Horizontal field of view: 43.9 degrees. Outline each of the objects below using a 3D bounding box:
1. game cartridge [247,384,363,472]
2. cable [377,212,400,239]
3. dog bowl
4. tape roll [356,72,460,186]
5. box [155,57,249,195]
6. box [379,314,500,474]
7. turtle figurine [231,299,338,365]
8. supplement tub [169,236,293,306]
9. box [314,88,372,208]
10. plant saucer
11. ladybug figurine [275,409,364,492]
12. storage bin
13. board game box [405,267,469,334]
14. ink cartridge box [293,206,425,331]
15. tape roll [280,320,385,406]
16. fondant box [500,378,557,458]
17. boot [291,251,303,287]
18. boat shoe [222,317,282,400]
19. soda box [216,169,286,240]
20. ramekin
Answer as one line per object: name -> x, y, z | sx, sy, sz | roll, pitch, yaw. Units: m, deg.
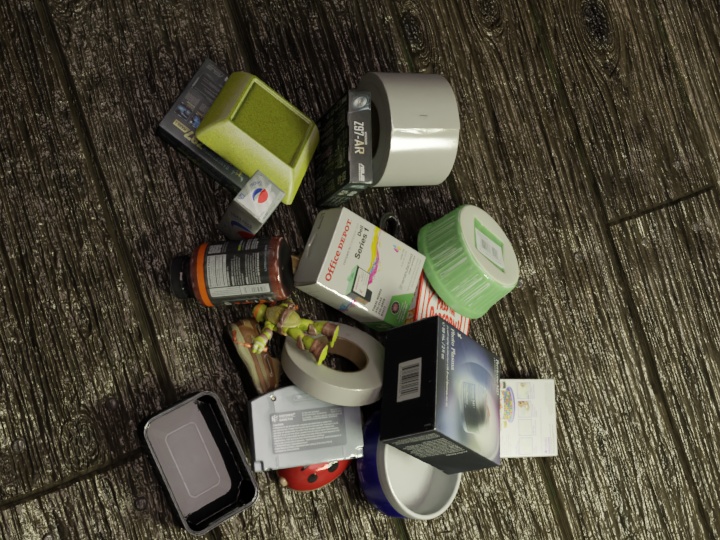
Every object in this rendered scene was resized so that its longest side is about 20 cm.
game cartridge -> -0.092, 0.258, 1.502 | 0.196, 0.040, 0.137 | -2, 86, -24
cable -> 0.051, -0.004, 1.685 | 0.095, 0.050, 0.204 | -11, 77, -17
dog bowl -> 0.088, 0.335, 1.585 | 0.197, 0.078, 0.205 | 12, 72, -41
tape roll -> 0.076, -0.258, 1.640 | 0.136, 0.202, 0.208 | -3, 83, -21
box -> -0.241, -0.250, 1.590 | 0.198, 0.051, 0.160 | 36, 70, -14
box -> 0.141, 0.214, 1.515 | 0.197, 0.122, 0.204 | 33, 50, -41
turtle figurine -> -0.118, 0.087, 1.513 | 0.158, 0.200, 0.066 | 22, 117, 9
supplement tub -> -0.217, 0.004, 1.503 | 0.195, 0.107, 0.110 | -5, 82, 10
box -> -0.034, -0.211, 1.587 | 0.043, 0.200, 0.164 | 1, 81, -20
plant saucer -> -0.161, -0.242, 1.532 | 0.198, 0.048, 0.202 | 36, 43, -16
ladybug figurine -> -0.067, 0.303, 1.565 | 0.136, 0.072, 0.200 | 47, 69, -9
storage bin -> -0.268, 0.314, 1.471 | 0.133, 0.093, 0.204 | -25, 92, -23
board game box -> 0.136, 0.111, 1.664 | 0.150, 0.046, 0.205 | 20, 74, -41
ink cartridge box -> 0.000, 0.000, 1.565 | 0.198, 0.083, 0.148 | 29, 72, -29
tape roll -> -0.040, 0.157, 1.543 | 0.198, 0.204, 0.038 | 7, 118, -21
fondant box -> 0.279, 0.283, 1.716 | 0.195, 0.058, 0.148 | 3, 81, -22
boot -> -0.075, -0.040, 1.613 | 0.197, 0.073, 0.158 | 26, 74, -18
boat shoe -> -0.168, 0.175, 1.544 | 0.073, 0.075, 0.204 | -24, 92, -26
soda box -> -0.187, -0.098, 1.507 | 0.063, 0.200, 0.069 | 39, 70, -7
ramekin -> 0.205, -0.023, 1.659 | 0.198, 0.097, 0.203 | 33, 39, -31
